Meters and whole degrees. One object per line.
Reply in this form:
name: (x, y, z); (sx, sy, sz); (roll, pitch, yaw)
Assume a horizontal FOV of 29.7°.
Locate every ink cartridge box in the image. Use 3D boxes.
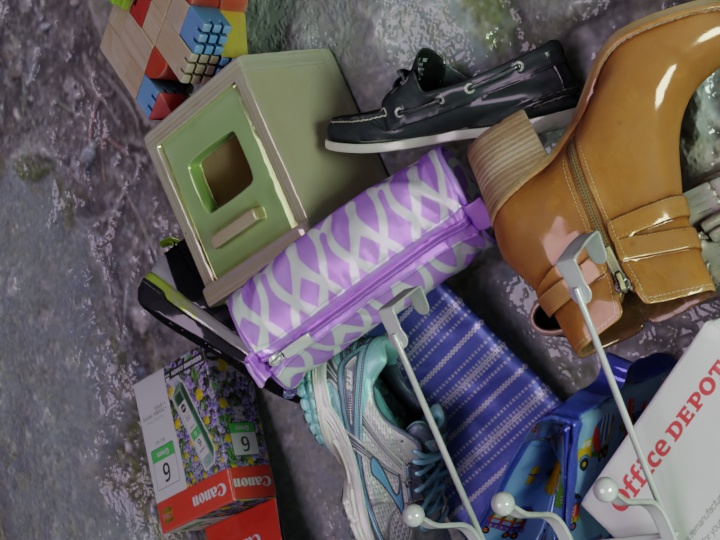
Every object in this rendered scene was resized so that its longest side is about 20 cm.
ink cartridge box: (-0.127, 0.174, 1.150); (0.108, 0.050, 0.203); (-30, 67, 41)
ink cartridge box: (0.261, 0.130, 0.767); (0.200, 0.144, 0.148); (44, 123, 24)

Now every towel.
towel: (0.056, 0.092, 0.983); (0.200, 0.024, 0.145); (45, 126, 4)

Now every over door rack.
over door rack: (0.087, 0.096, 0.762); (0.147, 0.066, 0.203); (-16, 90, 41)

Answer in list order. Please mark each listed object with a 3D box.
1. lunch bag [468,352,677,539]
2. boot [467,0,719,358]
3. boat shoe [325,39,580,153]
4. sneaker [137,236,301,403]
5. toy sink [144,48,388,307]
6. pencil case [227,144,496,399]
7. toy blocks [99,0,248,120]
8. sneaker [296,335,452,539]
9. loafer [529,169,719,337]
lunch bag: (0.140, 0.143, 0.872); (0.093, 0.150, 0.203); (26, 116, 33)
boot: (0.171, -0.056, 0.803); (0.198, 0.077, 0.157); (-31, 63, 9)
boat shoe: (0.057, -0.121, 0.931); (0.197, 0.074, 0.067); (-2, 104, 38)
sneaker: (-0.090, 0.035, 1.097); (0.199, 0.072, 0.083); (31, 78, 11)
toy sink: (-0.059, -0.046, 1.026); (0.130, 0.111, 0.202); (-30, 81, 41)
pencil case: (0.000, 0.000, 0.912); (0.199, 0.086, 0.084); (-37, 102, 13)
toy blocks: (-0.132, -0.196, 1.044); (0.137, 0.099, 0.201); (52, 129, 36)
sneaker: (0.029, 0.140, 0.964); (0.086, 0.078, 0.202); (-24, 97, 30)
loafer: (0.191, -0.004, 0.853); (0.199, 0.063, 0.073); (-34, 78, 40)
